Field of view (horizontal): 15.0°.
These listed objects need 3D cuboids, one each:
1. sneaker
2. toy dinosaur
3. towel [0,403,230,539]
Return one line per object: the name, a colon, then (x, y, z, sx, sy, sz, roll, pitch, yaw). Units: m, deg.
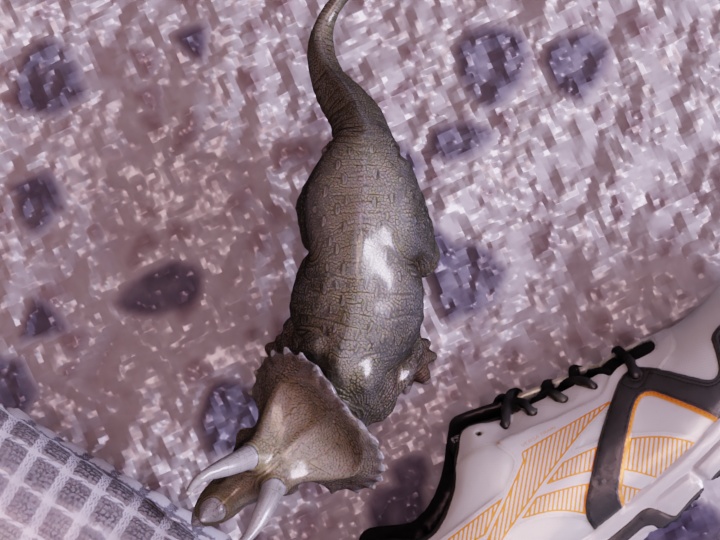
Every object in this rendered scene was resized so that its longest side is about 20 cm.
sneaker: (0.079, 0.062, 0.962, 0.080, 0.074, 0.200, 43, 87, 0)
toy dinosaur: (0.000, 0.000, 0.943, 0.076, 0.102, 0.201, 16, 90, -3)
towel: (-0.110, 0.171, 0.944, 0.165, 0.086, 0.201, 31, 88, -2)
